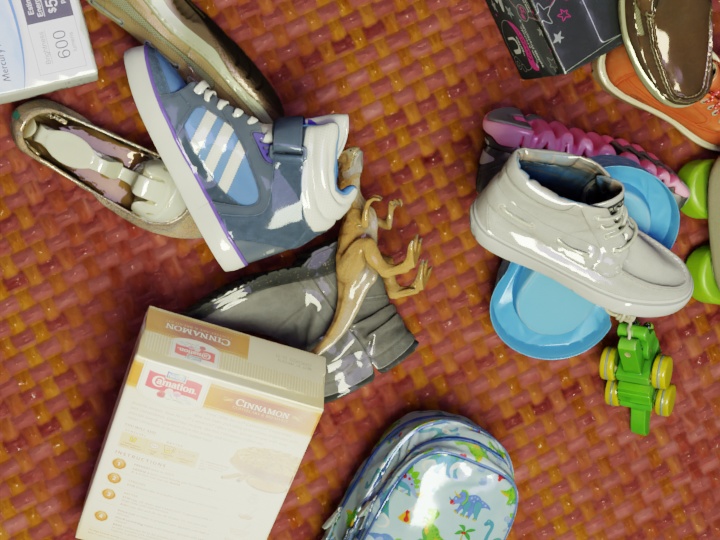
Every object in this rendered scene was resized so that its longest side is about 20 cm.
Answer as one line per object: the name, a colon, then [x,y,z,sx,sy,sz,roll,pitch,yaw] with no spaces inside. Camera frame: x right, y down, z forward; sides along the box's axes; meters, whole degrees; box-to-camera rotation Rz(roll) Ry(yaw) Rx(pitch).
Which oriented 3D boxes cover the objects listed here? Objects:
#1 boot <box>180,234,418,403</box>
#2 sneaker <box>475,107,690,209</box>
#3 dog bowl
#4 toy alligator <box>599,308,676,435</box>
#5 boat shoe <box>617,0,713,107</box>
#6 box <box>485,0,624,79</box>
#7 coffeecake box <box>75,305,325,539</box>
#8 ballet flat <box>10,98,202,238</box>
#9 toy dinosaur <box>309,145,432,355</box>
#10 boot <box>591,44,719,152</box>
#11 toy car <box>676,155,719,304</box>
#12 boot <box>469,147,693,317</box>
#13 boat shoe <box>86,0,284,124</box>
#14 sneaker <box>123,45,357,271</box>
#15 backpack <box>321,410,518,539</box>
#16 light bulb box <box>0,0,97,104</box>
boot: [-0.055,0.059,1.111,0.199,0.070,0.132,-23,97,-6]
sneaker: [0.193,-0.076,1.150,0.199,0.079,0.096,15,108,-7]
dog bowl: [0.190,-0.015,1.122,0.111,0.050,0.200,26,117,-14]
toy alligator: [0.247,0.072,1.146,0.059,0.200,0.054,9,52,26]
boat shoe: [0.244,-0.228,1.022,0.074,0.075,0.203,-18,100,-10]
box: [0.166,-0.282,1.097,0.132,0.115,0.201,-29,102,-8]
coffeecake box: [-0.132,0.146,1.062,0.153,0.073,0.201,17,121,-11]
ballet flat: [-0.200,-0.079,1.074,0.199,0.067,0.068,24,91,-12]
toy dinosaur: [0.000,0.000,1.079,0.106,0.060,0.201,8,90,21]
boot: [0.311,-0.154,1.140,0.199,0.107,0.075,18,90,-13]
toy car: [0.412,-0.046,1.150,0.199,0.164,0.159,-11,97,-21]
boot: [0.191,-0.031,1.027,0.199,0.096,0.074,19,55,-9]
boat shoe: [-0.151,-0.180,1.081,0.076,0.072,0.200,-43,94,11]
sneaker: [-0.086,-0.113,1.034,0.146,0.081,0.201,-26,91,1]
backpack: [0.056,0.222,1.122,0.163,0.154,0.201,27,77,-5]
light bulb box: [-0.326,-0.223,1.009,0.199,0.125,0.199,-16,98,-9]
